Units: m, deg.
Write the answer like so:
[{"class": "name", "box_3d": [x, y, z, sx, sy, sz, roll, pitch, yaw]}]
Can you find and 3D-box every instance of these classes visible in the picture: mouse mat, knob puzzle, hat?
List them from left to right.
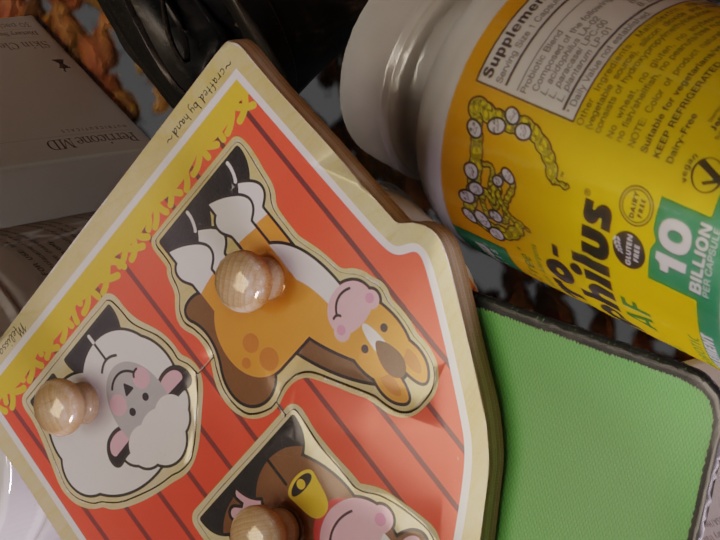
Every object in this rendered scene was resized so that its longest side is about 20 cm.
[{"class": "hat", "box_3d": [-0.046, -0.117, 0.929, 0.201, 0.081, 0.201, 53, 161, 27]}, {"class": "knob puzzle", "box_3d": [-0.036, 0.057, 0.753, 0.219, 0.030, 0.220, 3, 96, 33]}, {"class": "mouse mat", "box_3d": [0.032, 0.106, 0.737, 0.161, 0.008, 0.200, 20, 107, 36]}]

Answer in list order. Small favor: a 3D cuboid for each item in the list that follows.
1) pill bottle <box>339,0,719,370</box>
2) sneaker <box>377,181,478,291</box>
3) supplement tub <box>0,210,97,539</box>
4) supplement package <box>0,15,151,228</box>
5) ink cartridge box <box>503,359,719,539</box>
[{"class": "pill bottle", "box_3d": [0.091, -0.044, 0.803, 0.200, 0.113, 0.113, 28, 117, 36]}, {"class": "sneaker", "box_3d": [0.000, 0.000, 0.864, 0.076, 0.200, 0.092, -23, 70, 0]}, {"class": "supplement tub", "box_3d": [-0.105, 0.041, 0.947, 0.132, 0.200, 0.132, 11, 106, 42]}, {"class": "supplement package", "box_3d": [-0.219, -0.017, 1.043, 0.111, 0.200, 0.156, 45, 126, 27]}, {"class": "ink cartridge box", "box_3d": [0.117, 0.138, 0.779, 0.083, 0.145, 0.200, -46, 67, 33]}]
